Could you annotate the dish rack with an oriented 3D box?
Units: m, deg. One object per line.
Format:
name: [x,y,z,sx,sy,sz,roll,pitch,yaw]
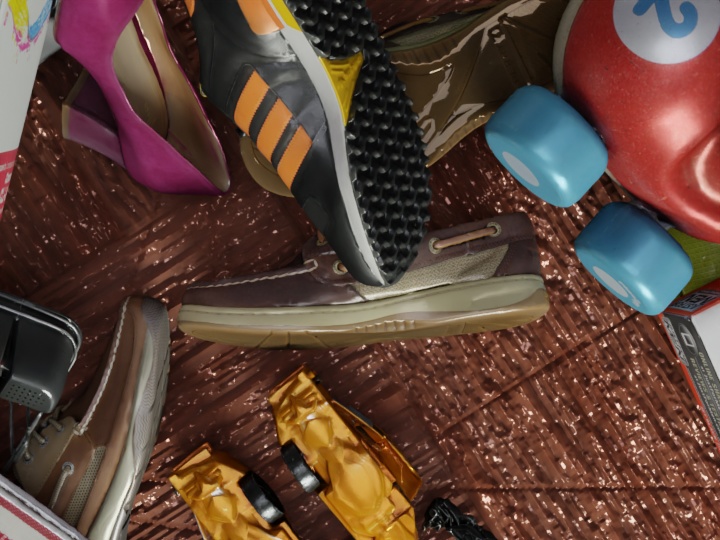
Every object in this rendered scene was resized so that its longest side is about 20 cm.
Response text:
dish rack: [-0.251,0.082,0.803,0.153,0.055,0.200,23,127,-21]

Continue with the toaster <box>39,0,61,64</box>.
toaster: [-0.248,-0.154,0.788,0.180,0.119,0.201,-31,96,1]

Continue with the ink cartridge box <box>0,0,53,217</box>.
ink cartridge box: [-0.211,-0.124,0.660,0.145,0.145,0.201,15,95,-5]

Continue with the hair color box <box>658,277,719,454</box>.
hair color box: [0.276,0.023,0.849,0.199,0.061,0.102,-25,96,-7]

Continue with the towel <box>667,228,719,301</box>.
towel: [0.191,-0.087,0.865,0.086,0.018,0.201,-16,96,0]

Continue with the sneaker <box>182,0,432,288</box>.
sneaker: [-0.033,-0.083,0.768,0.090,0.070,0.201,-4,119,36]

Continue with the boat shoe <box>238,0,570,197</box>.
boat shoe: [0.029,-0.099,0.830,0.199,0.072,0.072,-27,105,0]

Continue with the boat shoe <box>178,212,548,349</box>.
boat shoe: [0.000,0.000,0.838,0.199,0.072,0.072,-5,80,-3]

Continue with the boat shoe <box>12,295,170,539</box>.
boat shoe: [-0.153,0.108,0.841,0.071,0.076,0.201,16,93,-2]

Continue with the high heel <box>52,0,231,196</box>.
high heel: [-0.098,-0.106,0.773,0.096,0.200,0.068,22,66,1]

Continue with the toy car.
toy car: [0.200,-0.066,0.743,0.184,0.200,0.177,-47,124,-6]

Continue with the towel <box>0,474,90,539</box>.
towel: [-0.218,0.177,0.820,0.144,0.023,0.200,38,122,-10]

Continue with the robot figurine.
robot figurine: [-0.006,0.159,0.859,0.145,0.058,0.200,-38,95,2]
